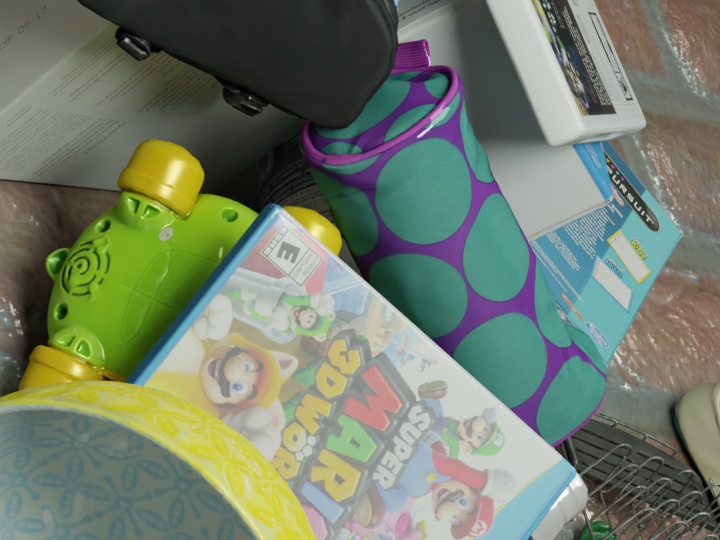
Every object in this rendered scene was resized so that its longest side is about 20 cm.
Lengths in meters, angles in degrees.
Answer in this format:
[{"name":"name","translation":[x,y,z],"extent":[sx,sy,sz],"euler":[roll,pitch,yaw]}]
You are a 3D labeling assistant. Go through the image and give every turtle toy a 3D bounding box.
[{"name":"turtle toy","translation":[-0.064,0.038,1.053],"extent":[0.199,0.101,0.147],"euler":[25,79,6]}]

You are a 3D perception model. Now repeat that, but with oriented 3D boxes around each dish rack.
[{"name":"dish rack","translation":[0.194,0.162,1.290],"extent":[0.153,0.055,0.201],"euler":[26,33,-34]}]

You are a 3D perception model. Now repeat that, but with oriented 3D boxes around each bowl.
[{"name":"bowl","translation":[-0.088,0.127,0.905],"extent":[0.201,0.200,0.108],"euler":[55,32,-1]}]

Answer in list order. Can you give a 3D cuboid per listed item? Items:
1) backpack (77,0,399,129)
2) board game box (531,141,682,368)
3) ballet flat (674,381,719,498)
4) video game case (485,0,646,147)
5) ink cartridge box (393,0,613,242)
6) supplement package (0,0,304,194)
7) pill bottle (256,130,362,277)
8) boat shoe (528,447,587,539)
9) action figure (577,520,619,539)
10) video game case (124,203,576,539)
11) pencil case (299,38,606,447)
[{"name":"backpack","translation":[-0.050,-0.192,1.018],"extent":[0.162,0.154,0.201],"euler":[26,30,-27]},{"name":"board game box","translation":[0.129,-0.028,1.448],"extent":[0.151,0.047,0.200],"euler":[51,33,-7]},{"name":"ballet flat","translation":[0.274,0.163,1.452],"extent":[0.069,0.069,0.201],"euler":[-7,68,-53]},{"name":"video game case","translation":[0.081,-0.158,1.091],"extent":[0.201,0.023,0.182],"euler":[67,17,3]},{"name":"ink cartridge box","translation":[0.061,-0.128,1.169],"extent":[0.147,0.085,0.201],"euler":[55,17,-31]},{"name":"supplement package","translation":[-0.123,-0.143,1.131],"extent":[0.199,0.151,0.152],"euler":[4,60,-50]},{"name":"pill bottle","translation":[0.000,0.000,1.196],"extent":[0.119,0.119,0.201],"euler":[32,40,-31]},{"name":"boat shoe","translation":[0.075,0.112,1.157],"extent":[0.074,0.066,0.200],"euler":[61,-5,-17]},{"name":"action figure","translation":[0.185,0.236,1.287],"extent":[0.118,0.055,0.201],"euler":[0,55,-50]},{"name":"video game case","translation":[-0.012,0.088,1.001],"extent":[0.200,0.143,0.018],"euler":[41,-8,-18]},{"name":"pencil case","translation":[0.048,-0.006,1.069],"extent":[0.093,0.085,0.201],"euler":[-52,127,-35]}]
